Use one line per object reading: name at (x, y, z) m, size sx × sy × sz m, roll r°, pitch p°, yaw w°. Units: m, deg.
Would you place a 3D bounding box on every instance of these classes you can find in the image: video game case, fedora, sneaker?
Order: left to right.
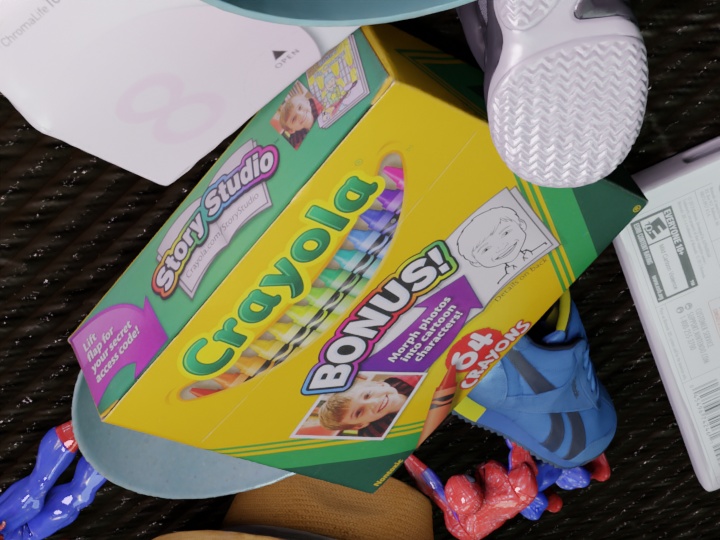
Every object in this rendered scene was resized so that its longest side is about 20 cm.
fedora at (-0.018, 0.155, 1.137) m, size 0.199 × 0.082 × 0.201 m, roll 15°, pitch 156°, yaw 7°
sneaker at (0.103, 0.052, 1.113) m, size 0.078 × 0.066 × 0.200 m, roll -38°, pitch 146°, yaw 17°
sneaker at (0.075, -0.141, 0.790) m, size 0.075 × 0.114 × 0.202 m, roll 3°, pitch 108°, yaw -9°
video game case at (0.236, 0.005, 1.086) m, size 0.181 × 0.024 × 0.201 m, roll -24°, pitch 121°, yaw 1°

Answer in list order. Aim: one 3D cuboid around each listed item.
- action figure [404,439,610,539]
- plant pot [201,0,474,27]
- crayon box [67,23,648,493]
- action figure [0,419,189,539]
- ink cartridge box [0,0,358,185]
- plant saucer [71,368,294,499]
action figure at (0.075, 0.101, 1.183) m, size 0.065 × 0.099 × 0.200 m, roll -37°, pitch 169°, yaw 17°
plant pot at (-0.001, -0.195, 0.566) m, size 0.199 × 0.162 × 0.201 m, roll -17°, pitch 149°, yaw -11°
crayon box at (0.000, 0.000, 0.904) m, size 0.172 × 0.058 × 0.200 m, roll 19°, pitch 120°, yaw -45°
action figure at (-0.178, 0.132, 1.067) m, size 0.199 × 0.052 × 0.065 m, roll -36°, pitch 151°, yaw 24°
ink cartridge box at (-0.082, -0.119, 0.742) m, size 0.162 × 0.057 × 0.199 m, roll -37°, pitch 152°, yaw 22°
plant saucer at (-0.049, 0.030, 0.988) m, size 0.199 × 0.039 × 0.202 m, roll -19°, pitch 142°, yaw -15°
